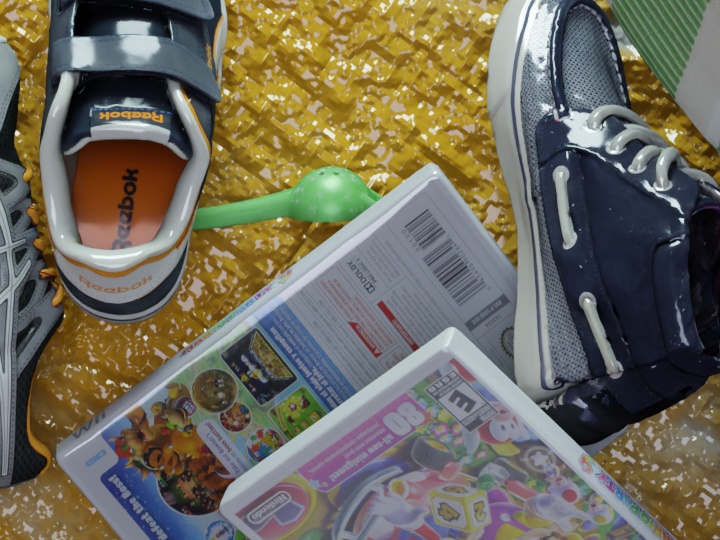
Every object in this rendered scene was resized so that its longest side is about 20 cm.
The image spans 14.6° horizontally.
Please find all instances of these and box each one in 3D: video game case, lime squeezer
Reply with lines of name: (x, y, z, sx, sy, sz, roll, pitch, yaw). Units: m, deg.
video game case: (-0.007, 0.070, 1.186, 0.200, 0.018, 0.143, -37, 107, 5)
lime squeezer: (0.000, 0.000, 1.204, 0.199, 0.038, 0.071, 29, 89, -2)
video game case: (0.058, 0.126, 1.146, 0.200, 0.018, 0.143, 43, 126, -14)

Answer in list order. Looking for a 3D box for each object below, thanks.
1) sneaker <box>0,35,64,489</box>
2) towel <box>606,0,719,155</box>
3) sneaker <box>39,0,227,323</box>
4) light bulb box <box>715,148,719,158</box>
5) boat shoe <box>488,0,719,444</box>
sneaker: (-0.163, 0.000, 1.195, 0.077, 0.078, 0.201, 7, 90, -22)
towel: (0.157, -0.099, 1.065, 0.023, 0.153, 0.200, -22, 59, -26)
sneaker: (-0.094, -0.082, 1.170, 0.078, 0.079, 0.201, -1, 80, -3)
light bulb box: (0.217, -0.126, 1.094, 0.124, 0.200, 0.199, -20, 84, -26)
boat shoe: (0.111, -0.035, 1.140, 0.093, 0.074, 0.201, -23, 64, 42)
